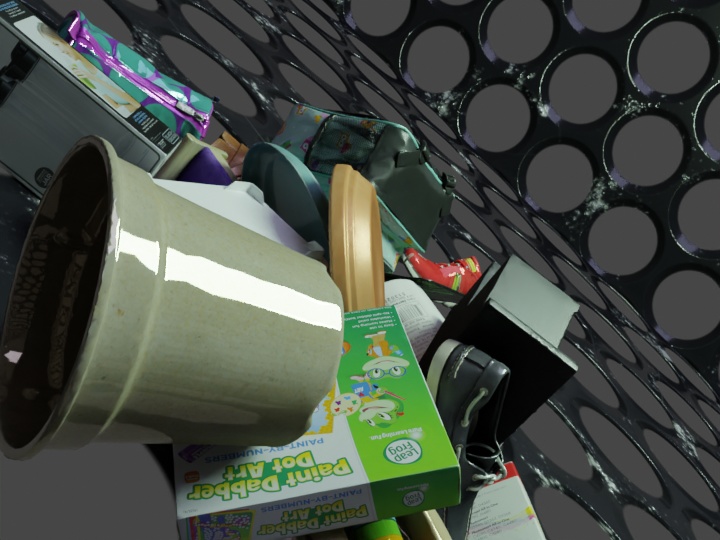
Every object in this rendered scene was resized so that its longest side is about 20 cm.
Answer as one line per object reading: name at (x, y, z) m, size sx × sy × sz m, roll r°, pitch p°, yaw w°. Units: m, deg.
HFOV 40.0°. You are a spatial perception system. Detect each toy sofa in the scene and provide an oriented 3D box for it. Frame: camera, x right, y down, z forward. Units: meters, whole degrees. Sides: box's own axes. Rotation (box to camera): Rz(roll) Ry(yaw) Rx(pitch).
toy sofa at (-0.151, -0.046, 1.015) m, size 0.097 × 0.083 × 0.201 m, roll 19°, pitch 30°, yaw -54°

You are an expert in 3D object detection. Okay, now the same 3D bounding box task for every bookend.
bookend at (0.133, 0.061, 0.916) m, size 0.092 × 0.199 × 0.200 m, roll 36°, pitch 42°, yaw 1°

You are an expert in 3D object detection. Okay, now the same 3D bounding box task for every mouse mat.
mouse mat at (0.042, 0.019, 1.206) m, size 0.198 × 0.008 × 0.160 m, roll 9°, pitch -8°, yaw 37°

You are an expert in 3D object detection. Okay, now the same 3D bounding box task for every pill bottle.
pill bottle at (0.067, 0.116, 1.062) m, size 0.114 × 0.114 × 0.201 m, roll 19°, pitch 29°, yaw -52°

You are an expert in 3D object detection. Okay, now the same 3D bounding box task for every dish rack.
dish rack at (-0.120, -0.033, 0.856) m, size 0.199 × 0.044 × 0.172 m, roll 0°, pitch 35°, yaw -50°

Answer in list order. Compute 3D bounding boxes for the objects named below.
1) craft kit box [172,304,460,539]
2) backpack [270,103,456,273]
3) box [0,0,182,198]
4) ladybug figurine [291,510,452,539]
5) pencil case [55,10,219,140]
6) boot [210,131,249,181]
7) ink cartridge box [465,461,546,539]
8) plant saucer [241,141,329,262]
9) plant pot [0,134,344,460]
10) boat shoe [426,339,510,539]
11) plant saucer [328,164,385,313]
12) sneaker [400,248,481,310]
craft kit box at (-0.045, 0.112, 0.752) m, size 0.197 × 0.049 × 0.198 m, roll -9°, pitch 37°, yaw -9°
backpack at (-0.016, -0.099, 1.127) m, size 0.199 × 0.154 × 0.176 m, roll 31°, pitch -5°, yaw 38°
box at (-0.278, -0.135, 0.896) m, size 0.200 × 0.117 × 0.060 m, roll 41°, pitch 20°, yaw -11°
ladybug figurine at (0.007, 0.220, 0.737) m, size 0.135 × 0.072 × 0.201 m, roll 8°, pitch 44°, yaw -35°
pencil case at (-0.263, -0.211, 1.139) m, size 0.199 × 0.086 × 0.092 m, roll 31°, pitch -22°, yaw -30°
boot at (-0.125, -0.112, 1.255) m, size 0.155 × 0.077 × 0.200 m, roll 41°, pitch 28°, yaw -5°
ink cartridge box at (0.139, 0.261, 0.896) m, size 0.201 × 0.067 × 0.117 m, roll -105°, pitch 173°, yaw -58°
plant saucer at (-0.068, -0.038, 1.029) m, size 0.027 × 0.201 × 0.201 m, roll -20°, pitch 57°, yaw -26°
plant pot at (-0.118, 0.035, 0.651) m, size 0.182 × 0.201 × 0.201 m, roll 16°, pitch 29°, yaw -31°
boat shoe at (0.087, 0.157, 0.812) m, size 0.062 × 0.202 × 0.072 m, roll 13°, pitch 25°, yaw 28°
plant saucer at (0.000, 0.000, 0.936) m, size 0.200 × 0.037 × 0.203 m, roll -4°, pitch 90°, yaw -85°
sneaker at (0.140, 0.005, 1.518) m, size 0.199 × 0.085 × 0.077 m, roll 30°, pitch 21°, yaw -36°
